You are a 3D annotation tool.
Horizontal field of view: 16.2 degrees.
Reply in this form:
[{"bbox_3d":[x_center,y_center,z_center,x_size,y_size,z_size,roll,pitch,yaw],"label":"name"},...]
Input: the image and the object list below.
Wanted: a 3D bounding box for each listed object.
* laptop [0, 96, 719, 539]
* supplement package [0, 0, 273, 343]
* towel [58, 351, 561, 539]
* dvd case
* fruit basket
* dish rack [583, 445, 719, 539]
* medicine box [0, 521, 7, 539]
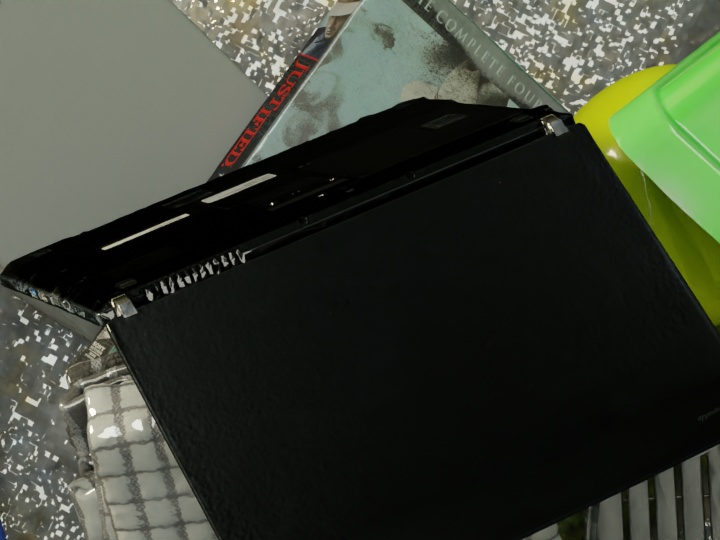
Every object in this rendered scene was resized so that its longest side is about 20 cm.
[{"bbox_3d":[-0.001,0.022,0.839,0.176,0.200,0.104,-23,104,-19],"label":"laptop"},{"bbox_3d":[-0.142,-0.078,0.927,0.117,0.200,0.118,28,80,46],"label":"supplement package"},{"bbox_3d":[-0.010,0.098,0.916,0.165,0.086,0.201,-11,123,2],"label":"towel"},{"bbox_3d":[0.000,0.000,0.966,0.146,0.022,0.200,40,81,-29],"label":"dvd case"},{"bbox_3d":[0.149,-0.029,0.907,0.155,0.216,0.216,43,85,6],"label":"fruit basket"},{"bbox_3d":[0.183,0.124,0.941,0.199,0.055,0.154,-4,90,6],"label":"dish rack"},{"bbox_3d":[-0.232,0.066,0.911,0.103,0.200,0.183,-24,79,19],"label":"medicine box"}]
